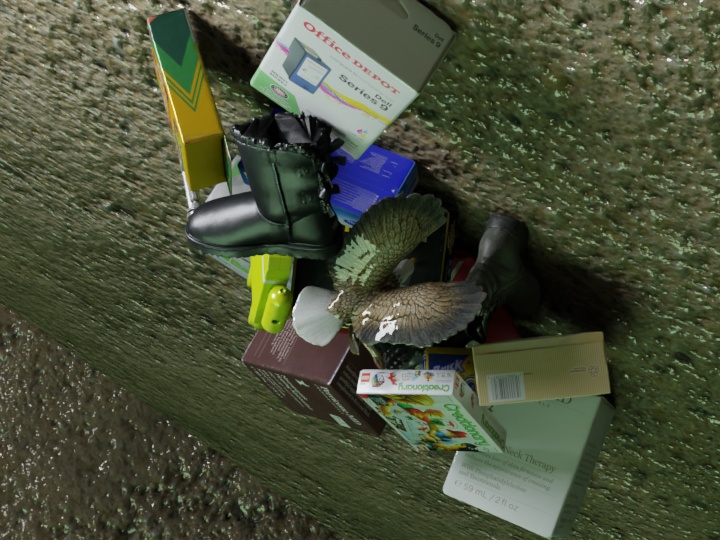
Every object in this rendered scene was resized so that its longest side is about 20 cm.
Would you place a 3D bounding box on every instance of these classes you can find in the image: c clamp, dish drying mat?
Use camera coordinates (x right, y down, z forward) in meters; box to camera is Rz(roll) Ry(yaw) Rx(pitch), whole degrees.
[{"bbox_3d":[-0.229,-0.126,1.621,0.027,0.202,0.171,-10,166,-11],"label":"c clamp"},{"bbox_3d":[0.156,0.047,1.599,0.076,0.018,0.201,4,139,42],"label":"dish drying mat"}]

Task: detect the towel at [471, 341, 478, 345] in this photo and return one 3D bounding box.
[{"bbox_3d":[0.120,0.048,1.706,0.191,0.035,0.200,17,155,33],"label":"towel"}]

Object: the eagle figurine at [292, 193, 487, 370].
[{"bbox_3d":[0.030,0.016,1.402,0.151,0.152,0.200,28,149,-21],"label":"eagle figurine"}]

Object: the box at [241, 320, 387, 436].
[{"bbox_3d":[-0.044,0.133,1.934,0.199,0.165,0.166,10,151,42],"label":"box"}]

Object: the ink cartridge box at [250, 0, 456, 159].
[{"bbox_3d":[-0.012,-0.213,1.231,0.145,0.088,0.200,35,157,-9],"label":"ink cartridge box"}]

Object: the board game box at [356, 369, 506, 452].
[{"bbox_3d":[0.092,0.176,1.523,0.125,0.035,0.200,-2,152,26],"label":"board game box"}]

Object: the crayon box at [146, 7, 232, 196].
[{"bbox_3d":[-0.196,-0.183,1.423,0.127,0.050,0.202,100,152,-67],"label":"crayon box"}]

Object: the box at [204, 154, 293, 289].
[{"bbox_3d":[-0.130,-0.047,1.744,0.199,0.097,0.177,32,158,-4],"label":"box"}]

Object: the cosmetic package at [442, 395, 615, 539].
[{"bbox_3d":[0.238,0.249,1.711,0.166,0.202,0.166,19,176,21],"label":"cosmetic package"}]

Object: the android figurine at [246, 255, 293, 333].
[{"bbox_3d":[-0.111,-0.018,1.554,0.041,0.183,0.201,5,140,-14],"label":"android figurine"}]

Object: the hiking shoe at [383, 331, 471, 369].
[{"bbox_3d":[0.113,0.100,1.650,0.100,0.077,0.200,11,150,-30],"label":"hiking shoe"}]

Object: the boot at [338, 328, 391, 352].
[{"bbox_3d":[0.000,0.000,1.571,0.200,0.144,0.072,50,171,-4],"label":"boot"}]

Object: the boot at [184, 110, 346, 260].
[{"bbox_3d":[-0.109,-0.091,1.324,0.196,0.074,0.163,5,136,14],"label":"boot"}]

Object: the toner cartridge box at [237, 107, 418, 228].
[{"bbox_3d":[-0.039,-0.117,1.469,0.198,0.096,0.043,23,159,20],"label":"toner cartridge box"}]

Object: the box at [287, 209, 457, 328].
[{"bbox_3d":[0.015,-0.006,1.512,0.198,0.162,0.049,8,-177,22],"label":"box"}]

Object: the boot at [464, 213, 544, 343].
[{"bbox_3d":[0.161,0.033,1.483,0.067,0.131,0.200,17,156,26],"label":"boot"}]

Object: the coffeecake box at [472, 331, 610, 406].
[{"bbox_3d":[0.218,0.117,1.494,0.152,0.074,0.200,-7,176,7],"label":"coffeecake box"}]

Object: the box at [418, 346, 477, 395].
[{"bbox_3d":[0.109,0.169,1.630,0.069,0.065,0.201,2,153,-3],"label":"box"}]
